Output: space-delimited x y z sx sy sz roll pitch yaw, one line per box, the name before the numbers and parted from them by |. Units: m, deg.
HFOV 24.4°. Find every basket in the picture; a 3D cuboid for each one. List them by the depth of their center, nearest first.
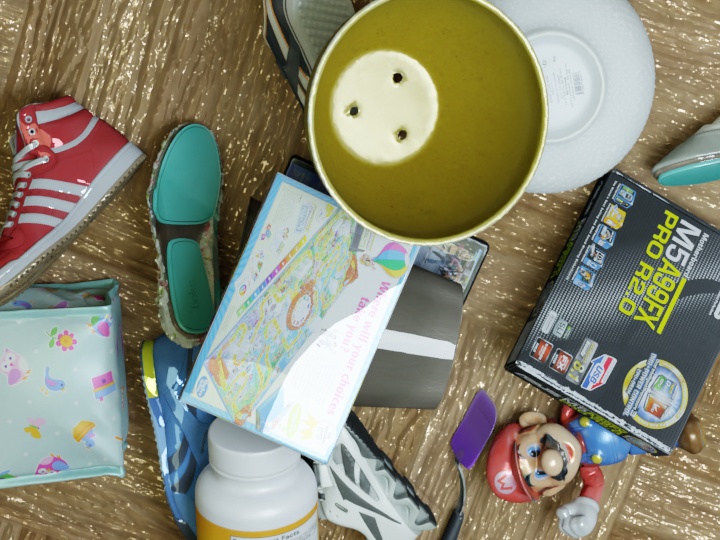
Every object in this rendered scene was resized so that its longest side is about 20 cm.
basket | -0.019 0.047 1.446 0.198 0.136 0.182 13 84 -4

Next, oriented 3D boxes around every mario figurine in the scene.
mario figurine | 0.208 0.157 1.487 0.198 0.124 0.106 -21 144 -1

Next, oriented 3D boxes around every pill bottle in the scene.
pill bottle | -0.092 0.230 1.495 0.110 0.111 0.202 0 115 2

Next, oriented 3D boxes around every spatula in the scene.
spatula | 0.090 0.210 1.541 0.020 0.057 0.202 6 109 -19

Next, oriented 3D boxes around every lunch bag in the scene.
lunch bag | -0.311 0.101 1.489 0.197 0.122 0.172 -4 104 -3

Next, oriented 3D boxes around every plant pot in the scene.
plant pot | 0.036 -0.130 1.360 0.198 0.142 0.203 -3 99 -16

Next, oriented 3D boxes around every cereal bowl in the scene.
cereal bowl | 0.160 -0.163 1.438 0.198 0.083 0.203 1 101 3

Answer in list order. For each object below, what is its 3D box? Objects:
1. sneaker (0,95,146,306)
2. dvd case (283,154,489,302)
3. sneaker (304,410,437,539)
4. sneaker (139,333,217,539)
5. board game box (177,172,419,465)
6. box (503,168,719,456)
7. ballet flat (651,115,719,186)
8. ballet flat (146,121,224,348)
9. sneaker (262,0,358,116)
sneaker | -0.290 -0.067 1.449 0.112 0.071 0.200 42 63 -4
dvd case | 0.000 0.000 1.510 0.198 0.018 0.144 24 101 -2
sneaker | -0.022 0.182 1.521 0.088 0.074 0.201 -36 98 7
sneaker | -0.146 0.152 1.523 0.077 0.066 0.202 -8 101 3
board game box | -0.049 0.040 1.361 0.133 0.034 0.202 25 84 -7
box | 0.240 0.037 1.459 0.159 0.044 0.201 30 78 -4
ballet flat | 0.350 -0.117 1.460 0.198 0.067 0.064 -7 74 3
ballet flat | -0.160 -0.029 1.479 0.075 0.064 0.202 5 77 -20
sneaker | -0.030 -0.180 1.449 0.078 0.079 0.201 -31 126 -19
